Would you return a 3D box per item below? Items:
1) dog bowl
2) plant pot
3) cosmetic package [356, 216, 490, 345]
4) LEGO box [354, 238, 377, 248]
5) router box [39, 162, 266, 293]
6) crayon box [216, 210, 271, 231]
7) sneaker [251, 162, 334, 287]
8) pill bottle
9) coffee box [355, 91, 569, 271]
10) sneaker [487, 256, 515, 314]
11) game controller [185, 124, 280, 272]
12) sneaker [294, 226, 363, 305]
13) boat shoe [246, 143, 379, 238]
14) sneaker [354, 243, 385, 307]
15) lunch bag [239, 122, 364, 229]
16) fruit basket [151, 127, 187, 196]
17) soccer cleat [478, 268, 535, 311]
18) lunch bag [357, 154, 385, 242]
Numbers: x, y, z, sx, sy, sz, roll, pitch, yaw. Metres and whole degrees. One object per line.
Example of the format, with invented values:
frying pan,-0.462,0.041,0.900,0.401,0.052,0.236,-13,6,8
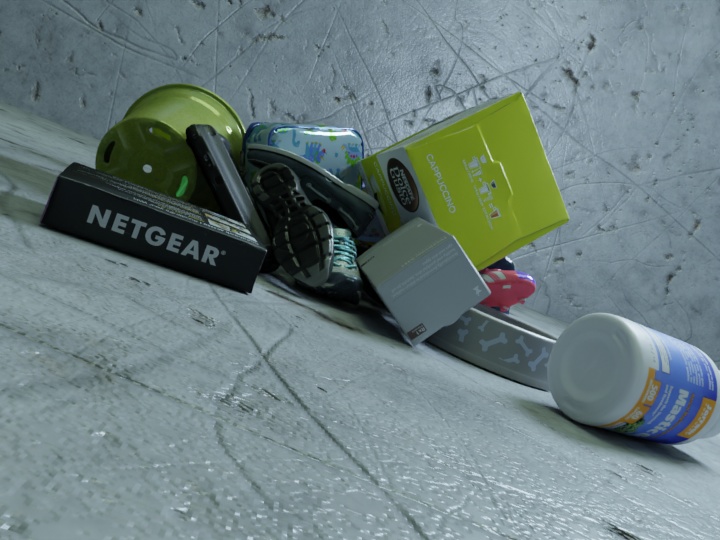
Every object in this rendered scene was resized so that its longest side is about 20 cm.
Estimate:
dog bowl,0.168,0.084,0.892,0.200,0.059,0.200,22,4,-2
plant pot,-0.266,-0.151,0.971,0.200,0.201,0.184,21,16,-5
cosmetic package,0.067,0.006,0.845,0.090,0.107,0.200,56,-2,-10
LEGO box,0.080,-0.031,1.276,0.200,0.077,0.149,-16,30,-41
router box,-0.204,-0.046,0.713,0.200,0.051,0.149,20,6,-20
crayon box,-0.131,-0.089,1.179,0.127,0.051,0.200,-31,-34,35
sneaker,-0.072,-0.049,0.868,0.079,0.075,0.200,65,0,-50
pill bottle,0.300,0.120,0.735,0.200,0.112,0.112,19,5,-31
coffee box,0.144,-0.118,1.040,0.200,0.200,0.198,-27,11,-16
sneaker,0.152,0.013,1.127,0.202,0.146,0.077,20,6,2
game controller,-0.156,-0.089,0.885,0.200,0.042,0.104,64,2,5
sneaker,-0.041,-0.016,0.905,0.078,0.086,0.200,19,5,-19
boat shoe,-0.069,-0.107,0.958,0.200,0.062,0.073,26,-6,-23
sneaker,0.000,-0.001,1.053,0.201,0.067,0.108,28,-4,7
lunch bag,-0.086,-0.139,1.063,0.082,0.161,0.200,12,15,42
fruit basket,-0.316,-0.192,1.267,0.215,0.156,0.216,36,1,-1
soccer cleat,0.161,0.020,1.010,0.067,0.077,0.200,34,-34,-31
lunch bag,0.095,-0.124,1.240,0.200,0.127,0.170,10,29,4
